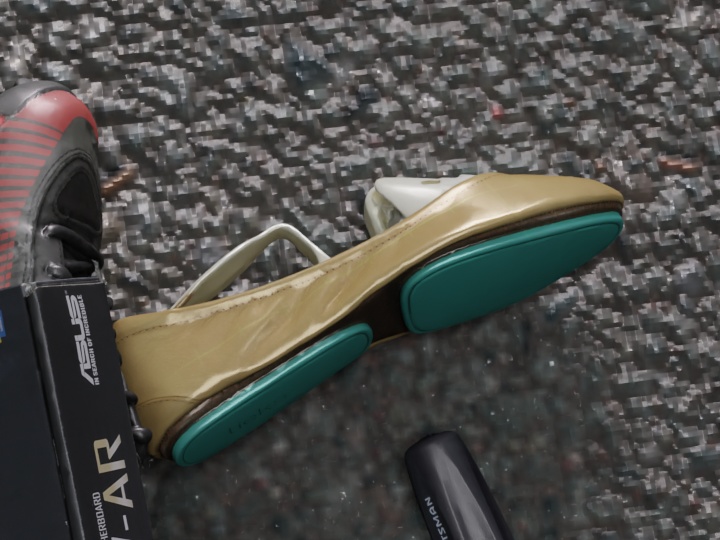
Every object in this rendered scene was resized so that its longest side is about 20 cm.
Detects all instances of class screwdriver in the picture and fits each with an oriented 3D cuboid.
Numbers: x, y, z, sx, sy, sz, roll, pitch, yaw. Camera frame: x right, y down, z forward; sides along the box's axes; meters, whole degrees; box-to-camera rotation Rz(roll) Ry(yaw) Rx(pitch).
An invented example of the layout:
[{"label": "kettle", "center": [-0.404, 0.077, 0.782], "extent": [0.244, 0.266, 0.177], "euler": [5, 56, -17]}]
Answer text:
[{"label": "screwdriver", "center": [0.061, 0.153, 0.875], "extent": [0.029, 0.028, 0.200], "euler": [-22, 81, 20]}]

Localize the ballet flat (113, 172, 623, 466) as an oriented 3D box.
[{"label": "ballet flat", "center": [0.000, 0.000, 0.881], "extent": [0.200, 0.069, 0.063], "euler": [-26, 69, -13]}]

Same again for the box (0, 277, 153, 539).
[{"label": "box", "center": [-0.162, 0.099, 0.787], "extent": [0.200, 0.044, 0.160], "euler": [-12, 87, 25]}]

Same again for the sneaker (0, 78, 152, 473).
[{"label": "sneaker", "center": [-0.112, 0.031, 0.841], "extent": [0.098, 0.071, 0.201], "euler": [5, 77, 30]}]
